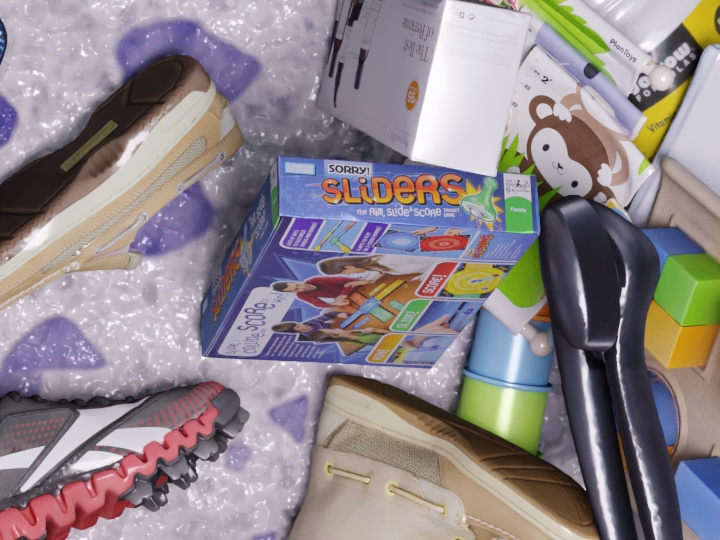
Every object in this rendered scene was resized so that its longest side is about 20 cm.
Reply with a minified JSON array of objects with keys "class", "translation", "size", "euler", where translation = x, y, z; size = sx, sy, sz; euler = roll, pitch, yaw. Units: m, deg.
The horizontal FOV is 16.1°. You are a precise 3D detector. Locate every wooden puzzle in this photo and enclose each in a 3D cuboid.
[{"class":"wooden puzzle","translation":[0.177,0.069,1.304],"size":[0.046,0.185,0.201],"euler":[-8,125,-31]}]

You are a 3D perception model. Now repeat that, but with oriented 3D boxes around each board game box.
[{"class":"board game box","translation":[0.000,0.000,1.332],"size":[0.135,0.200,0.035],"euler":[4,67,-15]}]

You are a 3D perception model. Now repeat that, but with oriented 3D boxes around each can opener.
[{"class":"can opener","translation":[0.124,0.059,1.295],"size":[0.078,0.063,0.201],"euler":[-15,96,-41]}]

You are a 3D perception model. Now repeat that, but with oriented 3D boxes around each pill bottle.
[{"class":"pill bottle","translation":[0.171,-0.103,1.392],"size":[0.114,0.114,0.200],"euler":[-42,107,-3]}]

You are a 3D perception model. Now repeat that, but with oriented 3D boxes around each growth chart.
[{"class":"growth chart","translation":[0.091,-0.061,1.357],"size":[0.145,0.018,0.200],"euler":[36,125,17]}]

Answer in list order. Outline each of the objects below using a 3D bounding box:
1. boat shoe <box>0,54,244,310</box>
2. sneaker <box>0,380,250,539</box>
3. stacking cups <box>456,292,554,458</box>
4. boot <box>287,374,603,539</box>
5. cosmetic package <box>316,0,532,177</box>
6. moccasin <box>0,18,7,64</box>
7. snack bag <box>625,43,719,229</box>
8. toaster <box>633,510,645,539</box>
[{"class":"boat shoe","translation":[-0.145,-0.025,1.357],"size":[0.200,0.072,0.076],"euler":[-38,123,-3]},{"class":"sneaker","translation":[-0.156,0.097,1.368],"size":[0.200,0.071,0.098],"euler":[-27,76,-25]},{"class":"stacking cups","translation":[0.091,0.044,1.431],"size":[0.060,0.060,0.201],"euler":[12,96,-16]},{"class":"boot","translation":[0.035,0.160,1.378],"size":[0.073,0.200,0.156],"euler":[12,101,-52]},{"class":"cosmetic package","translation":[0.028,-0.106,1.311],"size":[0.050,0.200,0.083],"euler":[8,98,-16]},{"class":"moccasin","translation":[-0.261,-0.066,1.315],"size":[0.200,0.068,0.081],"euler":[-43,107,-3]},{"class":"snack bag","translation":[0.236,-0.013,1.354],"size":[0.199,0.021,0.189],"euler":[23,119,-4]},{"class":"toaster","translation":[0.254,0.183,1.466],"size":[0.180,0.119,0.201],"euler":[-19,105,-9]}]
